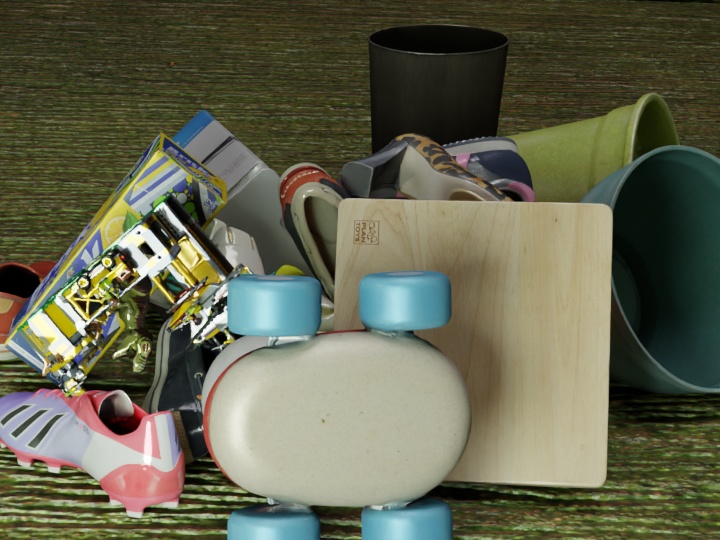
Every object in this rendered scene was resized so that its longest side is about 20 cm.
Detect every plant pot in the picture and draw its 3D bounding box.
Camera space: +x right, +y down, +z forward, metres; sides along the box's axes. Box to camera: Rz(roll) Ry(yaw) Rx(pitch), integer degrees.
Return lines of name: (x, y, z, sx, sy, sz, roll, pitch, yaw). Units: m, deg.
plant pot: (0.230, 0.012, 1.819, 0.199, 0.202, 0.134, -10, -6, -39)
plant pot: (0.188, -0.058, 2.049, 0.183, 0.202, 0.200, -2, 13, 22)

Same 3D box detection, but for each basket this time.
basket: (0.073, -0.133, 2.216, 0.135, 0.201, 0.180, 9, 16, 21)

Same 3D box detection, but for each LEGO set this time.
LEGO set: (-0.147, 0.035, 1.561, 0.154, 0.116, 0.200, -41, 5, -2)

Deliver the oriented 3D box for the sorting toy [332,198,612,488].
sorting toy: (0.082, 0.055, 1.609, 0.197, 0.201, 0.070, 1, -9, 7)

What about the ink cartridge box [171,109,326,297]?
ink cartridge box: (-0.098, -0.045, 1.963, 0.084, 0.145, 0.200, -43, 24, -2)

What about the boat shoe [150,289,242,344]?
boat shoe: (-0.134, 0.029, 1.879, 0.072, 0.061, 0.201, -34, 25, -10)

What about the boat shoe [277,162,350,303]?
boat shoe: (0.000, 0.000, 1.811, 0.071, 0.200, 0.063, -35, 24, -2)

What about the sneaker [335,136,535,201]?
sneaker: (0.061, -0.058, 1.935, 0.199, 0.070, 0.082, -16, 61, -15)

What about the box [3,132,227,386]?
box: (-0.191, -0.005, 1.729, 0.070, 0.200, 0.064, 37, 11, -12)

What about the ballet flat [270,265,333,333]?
ballet flat: (-0.051, 0.052, 1.777, 0.067, 0.067, 0.200, -9, 22, 15)

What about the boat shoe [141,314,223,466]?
boat shoe: (-0.118, 0.085, 1.645, 0.062, 0.075, 0.200, -14, 21, 7)

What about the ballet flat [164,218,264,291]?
ballet flat: (-0.119, -0.005, 1.759, 0.067, 0.071, 0.200, 14, 3, -33)

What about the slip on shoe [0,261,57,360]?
slip on shoe: (-0.282, 0.021, 1.870, 0.074, 0.062, 0.200, 4, 15, 9)

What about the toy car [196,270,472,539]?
toy car: (-0.035, 0.090, 1.498, 0.176, 0.186, 0.200, -2, 5, -18)

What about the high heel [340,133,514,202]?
high heel: (0.096, -0.058, 1.831, 0.199, 0.072, 0.142, 26, 21, 18)

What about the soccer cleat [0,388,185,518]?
soccer cleat: (-0.191, 0.109, 1.555, 0.066, 0.077, 0.199, -10, 21, -39)
